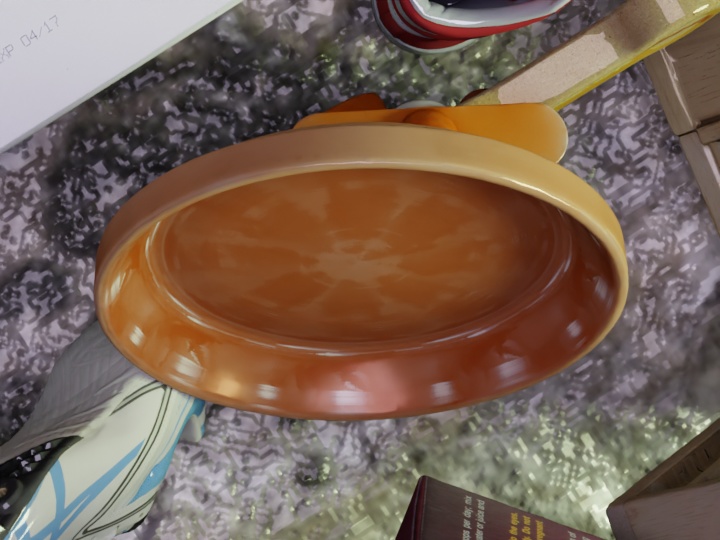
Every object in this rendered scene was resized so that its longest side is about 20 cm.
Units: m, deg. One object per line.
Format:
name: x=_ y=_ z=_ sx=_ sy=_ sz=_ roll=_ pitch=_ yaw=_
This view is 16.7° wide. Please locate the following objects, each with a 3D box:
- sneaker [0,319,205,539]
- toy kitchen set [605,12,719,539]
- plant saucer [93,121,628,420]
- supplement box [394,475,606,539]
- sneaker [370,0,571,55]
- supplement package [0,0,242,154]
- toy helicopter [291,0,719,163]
sneaker: x=-0.120 y=0.092 z=0.951 sx=0.072 sy=0.200 sz=0.073 roll=-8 pitch=118 yaw=38
toy kitchen set: x=0.175 y=-0.016 z=0.914 sx=0.163 sy=0.180 sz=0.201 roll=-19 pitch=97 yaw=43
plant saucer: x=0.000 y=0.000 z=0.918 sx=0.199 sy=0.201 sz=0.032 roll=0 pitch=60 yaw=-2
supplement box: x=0.093 y=0.167 z=0.864 sx=0.199 sy=0.086 sz=0.111 roll=20 pitch=113 yaw=-4
sneaker: x=0.089 y=-0.158 z=0.963 sx=0.200 sy=0.112 sz=0.071 roll=-42 pitch=94 yaw=1
supplement package: x=-0.161 y=-0.127 z=0.955 sx=0.199 sy=0.111 sz=0.156 roll=-32 pitch=100 yaw=0
toy helicopter: x=0.050 y=-0.062 z=0.942 sx=0.199 sy=0.132 sz=0.079 roll=-32 pitch=83 yaw=13
